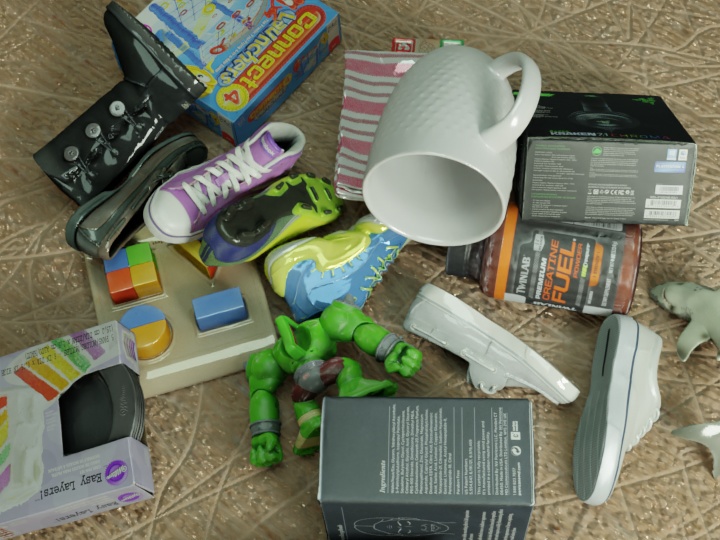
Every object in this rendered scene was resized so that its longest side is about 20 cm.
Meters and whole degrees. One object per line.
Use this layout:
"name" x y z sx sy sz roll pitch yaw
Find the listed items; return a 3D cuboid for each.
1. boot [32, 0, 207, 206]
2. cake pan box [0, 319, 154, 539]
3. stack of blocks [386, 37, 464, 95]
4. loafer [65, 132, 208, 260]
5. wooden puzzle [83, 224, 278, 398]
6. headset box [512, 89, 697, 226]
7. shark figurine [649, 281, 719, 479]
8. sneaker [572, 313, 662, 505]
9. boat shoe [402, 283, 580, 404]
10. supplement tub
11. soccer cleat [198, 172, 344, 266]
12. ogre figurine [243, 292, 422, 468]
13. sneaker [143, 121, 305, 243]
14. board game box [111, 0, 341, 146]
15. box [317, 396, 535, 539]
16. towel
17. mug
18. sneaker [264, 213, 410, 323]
"boot" -0.298 -0.189 1.457 0.200 0.066 0.165 -46 70 5
"cake pan box" -0.309 0.164 1.294 0.199 0.052 0.185 -16 65 11
"stack of blocks" 0.085 -0.169 1.463 0.115 0.059 0.201 3 64 4
"loafer" -0.235 -0.077 1.413 0.063 0.072 0.200 31 57 27
"wooden puzzle" -0.200 0.026 1.385 0.185 0.046 0.200 -16 64 -5
"headset box" 0.251 -0.126 1.364 0.174 0.093 0.200 3 22 1
"shark figurine" 0.383 0.095 1.312 0.128 0.089 0.215 -25 50 28
"sneaker" 0.270 0.145 1.292 0.071 0.073 0.201 19 74 -13
"boat shoe" 0.133 0.090 1.330 0.200 0.072 0.069 34 91 11
"supplement tub" 0.194 -0.014 1.355 0.199 0.107 0.107 8 64 7
"soccer cleat" -0.098 -0.054 1.388 0.200 0.084 0.065 -24 75 -47
"ogre figurine" -0.042 0.105 1.305 0.200 0.098 0.120 -44 57 27
"sneaker" -0.143 -0.107 1.372 0.200 0.114 0.073 -36 87 -38
"board game box" -0.159 -0.277 1.530 0.196 0.056 0.200 34 69 18
"box" 0.063 0.198 1.230 0.199 0.149 0.107 0 63 2
"towel" 0.047 -0.165 1.412 0.146 0.030 0.201 3 63 3
"mug" 0.106 -0.147 1.287 0.147 0.200 0.176 33 52 -25
"sneaker" 0.000 0.000 1.387 0.199 0.076 0.105 -20 82 -8
